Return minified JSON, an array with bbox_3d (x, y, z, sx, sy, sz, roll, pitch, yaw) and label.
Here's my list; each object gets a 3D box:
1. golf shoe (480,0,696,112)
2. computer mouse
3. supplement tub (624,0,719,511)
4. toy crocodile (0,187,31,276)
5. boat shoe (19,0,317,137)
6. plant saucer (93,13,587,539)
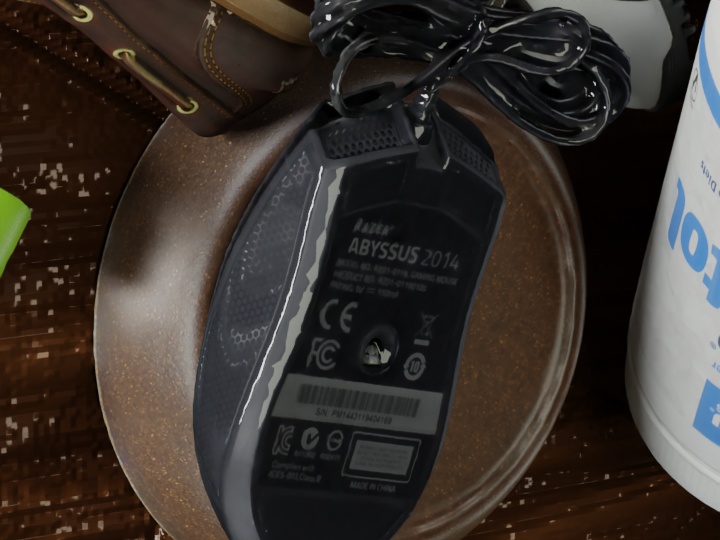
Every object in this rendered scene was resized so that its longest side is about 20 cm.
[{"bbox_3d":[0.029,-0.112,0.984,0.095,0.078,0.200,-47,112,-11],"label":"golf shoe"},{"bbox_3d":[0.000,0.000,0.947,0.138,0.053,0.201,16,97,-44],"label":"computer mouse"},{"bbox_3d":[0.165,-0.017,1.001,0.132,0.132,0.201,-29,149,-26],"label":"supplement tub"},{"bbox_3d":[-0.184,-0.033,0.863,0.199,0.062,0.068,14,92,-31],"label":"toy crocodile"},{"bbox_3d":[-0.096,-0.107,0.899,0.200,0.071,0.070,36,119,-27],"label":"boat shoe"},{"bbox_3d":[0.005,0.015,1.012,0.199,0.034,0.202,-8,104,-33],"label":"plant saucer"}]
